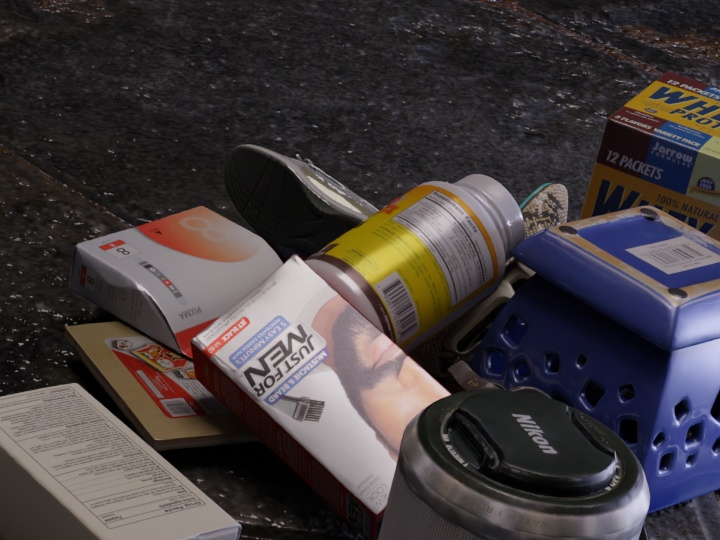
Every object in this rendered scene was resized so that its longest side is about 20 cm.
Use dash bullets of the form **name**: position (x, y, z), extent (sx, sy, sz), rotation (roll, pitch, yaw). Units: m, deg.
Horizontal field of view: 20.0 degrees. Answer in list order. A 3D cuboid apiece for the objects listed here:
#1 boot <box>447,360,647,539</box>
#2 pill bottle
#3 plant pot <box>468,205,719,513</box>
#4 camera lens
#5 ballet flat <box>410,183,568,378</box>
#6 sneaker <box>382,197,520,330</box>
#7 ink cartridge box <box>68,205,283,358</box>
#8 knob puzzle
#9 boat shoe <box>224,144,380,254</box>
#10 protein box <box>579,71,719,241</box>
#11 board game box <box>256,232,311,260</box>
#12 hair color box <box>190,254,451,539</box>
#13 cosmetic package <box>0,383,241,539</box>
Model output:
- **boot**: position (0.137, 0.156, 1.525), extent (0.069, 0.201, 0.174), rotation (-28, 3, -8)
- **pill bottle**: position (0.041, 0.000, 1.648), extent (0.109, 0.110, 0.200), rotation (30, 48, 33)
- **plant pot**: position (0.226, 0.062, 1.671), extent (0.199, 0.181, 0.200), rotation (-12, 33, -43)
- **camera lens**: position (0.088, 0.189, 1.303), extent (0.159, 0.201, 0.160), rotation (10, 24, -5)
- **ballet flat**: position (0.123, 0.017, 1.743), extent (0.075, 0.200, 0.068), rotation (45, -1, 38)
- **sneaker**: position (0.110, -0.010, 1.817), extent (0.200, 0.085, 0.077), rotation (36, 22, -5)
- **ink cartridge box**: position (-0.115, 0.017, 1.680), extent (0.199, 0.050, 0.162), rotation (24, 27, 31)
- **knob puzzle**: position (-0.112, 0.091, 1.617), extent (0.218, 0.031, 0.220), rotation (10, 24, -5)
- **boat shoe**: position (-0.037, -0.053, 1.875), extent (0.201, 0.075, 0.065), rotation (29, 21, 21)
- **protein box**: position (0.298, -0.055, 1.930), extent (0.134, 0.201, 0.198), rotation (21, 25, 18)
- **board game box**: position (0.000, 0.000, 1.883), extent (0.103, 0.020, 0.200), rotation (-5, 31, -37)
- **hair color box**: position (-0.019, 0.094, 1.512), extent (0.111, 0.064, 0.200), rotation (-40, 67, -21)
- **cosmetic package**: position (-0.183, 0.160, 1.383), extent (0.105, 0.071, 0.200), rotation (-8, 32, -40)
